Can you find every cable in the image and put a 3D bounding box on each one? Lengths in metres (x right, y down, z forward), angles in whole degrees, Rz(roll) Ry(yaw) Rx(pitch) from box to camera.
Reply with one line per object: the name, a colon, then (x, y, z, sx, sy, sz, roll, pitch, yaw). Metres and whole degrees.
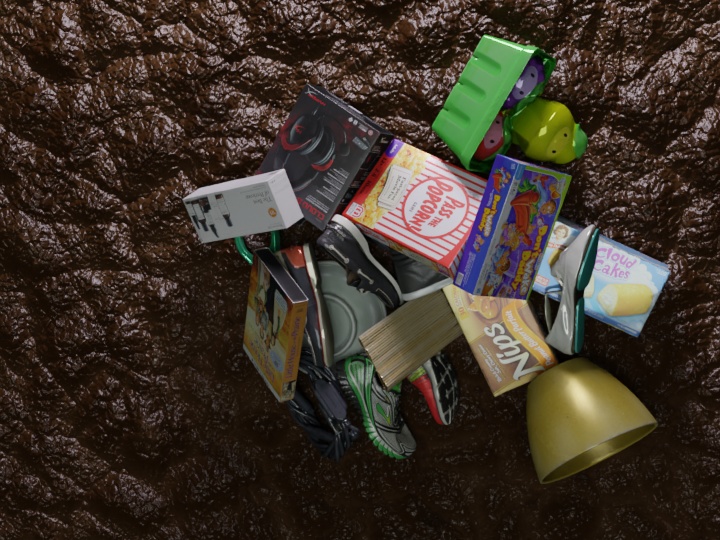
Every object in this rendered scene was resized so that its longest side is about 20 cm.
cable: (-0.074, 0.213, 1.703, 0.051, 0.163, 0.200, -28, 69, -28)

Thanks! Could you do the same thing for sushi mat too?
sushi mat: (0.082, 0.100, 1.629, 0.012, 0.200, 0.096, -27, 95, 51)

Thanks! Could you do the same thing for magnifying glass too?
magnifying glass: (-0.147, -0.003, 1.697, 0.079, 0.022, 0.201, -27, 79, 27)

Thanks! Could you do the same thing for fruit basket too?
fruit basket: (0.240, -0.227, 1.560, 0.214, 0.155, 0.217, 1, 92, 25)

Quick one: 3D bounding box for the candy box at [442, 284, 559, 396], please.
candy box: (0.223, 0.085, 1.659, 0.115, 0.055, 0.201, -25, 96, 13)

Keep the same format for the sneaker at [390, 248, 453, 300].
sneaker: (0.137, -0.038, 1.622, 0.199, 0.071, 0.100, -25, 104, 3)

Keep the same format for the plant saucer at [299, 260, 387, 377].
plant saucer: (-0.056, 0.086, 1.710, 0.198, 0.050, 0.202, 2, 101, 9)

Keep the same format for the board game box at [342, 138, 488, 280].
board game box: (0.095, -0.096, 1.584, 0.199, 0.046, 0.152, 27, 75, 26)

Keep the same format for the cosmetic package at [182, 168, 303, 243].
cosmetic package: (-0.188, -0.098, 1.645, 0.199, 0.051, 0.083, -8, 113, 41)

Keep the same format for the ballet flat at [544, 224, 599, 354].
ballet flat: (0.310, 0.027, 1.566, 0.069, 0.069, 0.202, 8, 103, 8)

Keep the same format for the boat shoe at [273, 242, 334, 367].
boat shoe: (-0.087, 0.058, 1.645, 0.062, 0.071, 0.201, -14, 85, 6)

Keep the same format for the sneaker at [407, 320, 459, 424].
sneaker: (0.096, 0.158, 1.698, 0.085, 0.077, 0.201, -21, 93, 32)

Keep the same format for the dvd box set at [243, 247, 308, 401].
dvd box set: (-0.137, 0.086, 1.649, 0.029, 0.146, 0.201, -11, 131, -28)

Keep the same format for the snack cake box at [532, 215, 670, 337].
snack cake box: (0.361, 0.005, 1.615, 0.199, 0.067, 0.116, 24, 105, 4)

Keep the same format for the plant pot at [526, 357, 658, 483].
plant pot: (0.335, 0.220, 1.613, 0.199, 0.200, 0.143, -31, 69, 14)

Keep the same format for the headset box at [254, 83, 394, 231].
headset box: (-0.064, -0.167, 1.637, 0.148, 0.075, 0.201, 36, 105, 14)

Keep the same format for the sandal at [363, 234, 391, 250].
sandal: (0.058, -0.057, 1.666, 0.199, 0.043, 0.076, 34, 104, 2)

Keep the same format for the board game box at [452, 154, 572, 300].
board game box: (0.224, -0.060, 1.539, 0.045, 0.134, 0.201, 29, 107, 43)

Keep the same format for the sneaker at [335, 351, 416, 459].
sneaker: (0.039, 0.220, 1.692, 0.085, 0.078, 0.201, -25, 109, 17)

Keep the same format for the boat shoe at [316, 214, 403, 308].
boat shoe: (0.000, 0.000, 1.634, 0.060, 0.074, 0.200, -48, 131, -14)
